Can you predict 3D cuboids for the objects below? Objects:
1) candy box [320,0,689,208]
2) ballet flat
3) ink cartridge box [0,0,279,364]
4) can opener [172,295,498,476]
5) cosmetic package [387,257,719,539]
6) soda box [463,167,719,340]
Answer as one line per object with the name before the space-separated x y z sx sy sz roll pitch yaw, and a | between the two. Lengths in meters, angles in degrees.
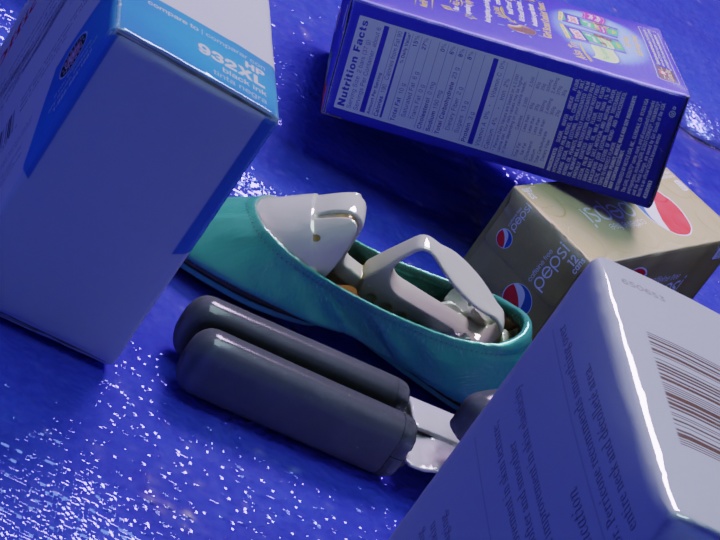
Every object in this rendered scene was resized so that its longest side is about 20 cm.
candy box | 0.081 -0.118 1.292 0.198 0.078 0.169 17 18 -3
ballet flat | 0.000 0.000 1.079 0.199 0.071 0.068 28 26 -16
ink cartridge box | -0.109 -0.079 0.991 0.083 0.145 0.201 26 26 -19
can opener | 0.014 0.055 1.004 0.199 0.067 0.053 25 26 -22
cosmetic package | 0.111 0.141 0.818 0.165 0.201 0.168 25 27 -18
soda box | 0.141 -0.011 1.281 0.068 0.064 0.199 46 26 21
